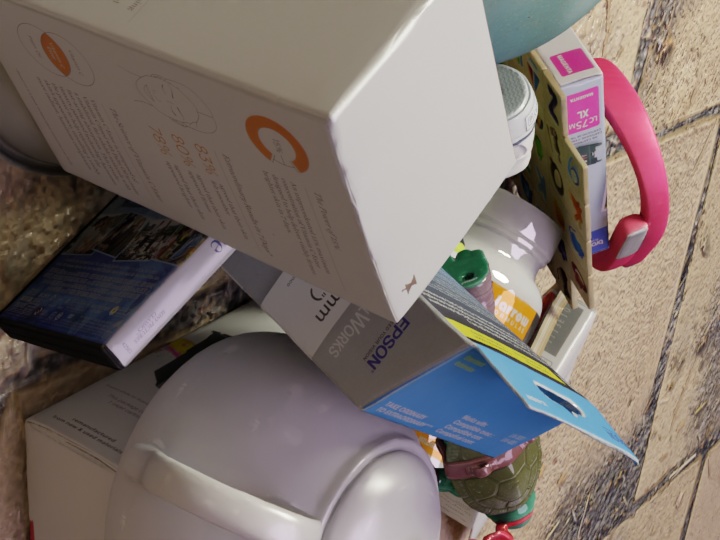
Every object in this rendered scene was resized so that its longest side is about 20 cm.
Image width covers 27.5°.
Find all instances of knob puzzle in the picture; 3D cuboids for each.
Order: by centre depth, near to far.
[{"bbox_3d":[0.103,0.080,1.168,0.220,0.030,0.220,-56,178,-3],"label":"knob puzzle"}]

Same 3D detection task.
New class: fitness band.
[{"bbox_3d":[0.184,-0.079,1.118,0.037,0.145,0.200,-17,166,-7],"label":"fitness band"}]

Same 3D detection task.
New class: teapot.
[{"bbox_3d":[-0.027,0.131,0.761,0.200,0.145,0.199,-36,131,-42],"label":"teapot"}]

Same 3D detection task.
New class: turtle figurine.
[{"bbox_3d":[0.066,0.096,0.915,0.149,0.100,0.201,-38,123,-29],"label":"turtle figurine"}]

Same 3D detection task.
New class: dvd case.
[{"bbox_3d":[-0.083,-0.035,0.725,0.200,0.142,0.018,-49,116,-21],"label":"dvd case"}]

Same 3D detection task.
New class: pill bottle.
[{"bbox_3d":[0.058,0.042,1.035,0.201,0.116,0.116,-63,150,-7],"label":"pill bottle"}]

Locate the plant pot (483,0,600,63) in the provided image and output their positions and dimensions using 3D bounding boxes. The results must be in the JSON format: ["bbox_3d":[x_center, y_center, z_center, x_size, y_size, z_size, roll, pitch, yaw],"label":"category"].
[{"bbox_3d":[0.036,-0.182,0.770,0.134,0.199,0.201,-49,146,-21],"label":"plant pot"}]

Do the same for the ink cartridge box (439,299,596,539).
[{"bbox_3d":[0.132,0.135,1.295,0.201,0.043,0.174,-55,168,-21],"label":"ink cartridge box"}]

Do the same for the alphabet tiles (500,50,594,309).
[{"bbox_3d":[0.130,-0.074,1.052,0.006,0.167,0.201,-18,135,-7],"label":"alphabet tiles"}]

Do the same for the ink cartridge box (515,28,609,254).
[{"bbox_3d":[0.143,-0.096,1.081,0.042,0.120,0.201,-16,136,-7],"label":"ink cartridge box"}]

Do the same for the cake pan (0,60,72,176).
[{"bbox_3d":[-0.115,-0.137,0.714,0.200,0.037,0.202,-37,138,-41],"label":"cake pan"}]

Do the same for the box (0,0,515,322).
[{"bbox_3d":[-0.049,-0.083,0.617,0.098,0.199,0.125,-52,147,-23],"label":"box"}]

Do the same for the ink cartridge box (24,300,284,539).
[{"bbox_3d":[-0.096,0.123,0.870,0.200,0.085,0.149,-29,131,-48],"label":"ink cartridge box"}]

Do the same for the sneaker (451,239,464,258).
[{"bbox_3d":[0.000,0.000,0.903,0.199,0.071,0.084,7,75,-43],"label":"sneaker"}]

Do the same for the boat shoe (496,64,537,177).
[{"bbox_3d":[0.002,-0.059,0.819,0.067,0.198,0.074,77,9,-49],"label":"boat shoe"}]

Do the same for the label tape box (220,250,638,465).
[{"bbox_3d":[0.031,0.040,0.741,0.066,0.200,0.143,-50,146,9],"label":"label tape box"}]
